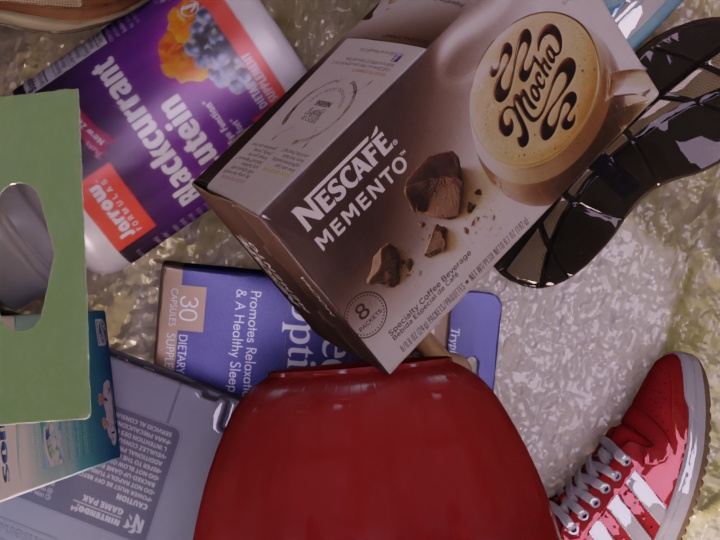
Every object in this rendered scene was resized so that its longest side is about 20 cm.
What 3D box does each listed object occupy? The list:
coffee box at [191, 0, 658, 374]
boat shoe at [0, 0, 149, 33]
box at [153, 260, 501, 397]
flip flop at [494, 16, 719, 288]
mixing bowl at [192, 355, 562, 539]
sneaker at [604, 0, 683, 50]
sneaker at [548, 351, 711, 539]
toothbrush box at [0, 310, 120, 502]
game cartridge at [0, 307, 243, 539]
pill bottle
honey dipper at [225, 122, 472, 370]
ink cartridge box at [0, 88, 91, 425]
[{"bbox_3d":[0.033,-0.064,0.788,0.200,0.080,0.113,-45,121,-11],"label":"coffee box"},{"bbox_3d":[-0.162,-0.160,0.773,0.199,0.074,0.076,-17,75,-42],"label":"boat shoe"},{"bbox_3d":[-0.019,0.064,0.926,0.199,0.032,0.122,5,94,-6],"label":"box"},{"bbox_3d":[0.151,-0.070,0.922,0.081,0.058,0.200,43,105,-11],"label":"flip flop"},{"bbox_3d":[0.003,0.102,0.825,0.199,0.200,0.109,-5,88,-5],"label":"mixing bowl"},{"bbox_3d":[0.077,-0.142,0.896,0.200,0.080,0.131,-44,99,-10],"label":"sneaker"},{"bbox_3d":[0.123,0.134,0.924,0.112,0.071,0.201,15,95,-9],"label":"sneaker"},{"bbox_3d":[-0.216,0.069,0.783,0.146,0.200,0.086,-7,90,9],"label":"toothbrush box"},{"bbox_3d":[-0.170,0.102,0.894,0.199,0.040,0.134,20,89,8],"label":"game cartridge"},{"bbox_3d":[-0.125,-0.069,0.865,0.200,0.111,0.112,-35,97,-1],"label":"pill bottle"},{"bbox_3d":[0.000,0.000,0.861,0.038,0.038,0.200,-42,123,-1],"label":"honey dipper"},{"bbox_3d":[-0.215,-0.002,0.666,0.199,0.048,0.146,-6,80,10],"label":"ink cartridge box"}]
